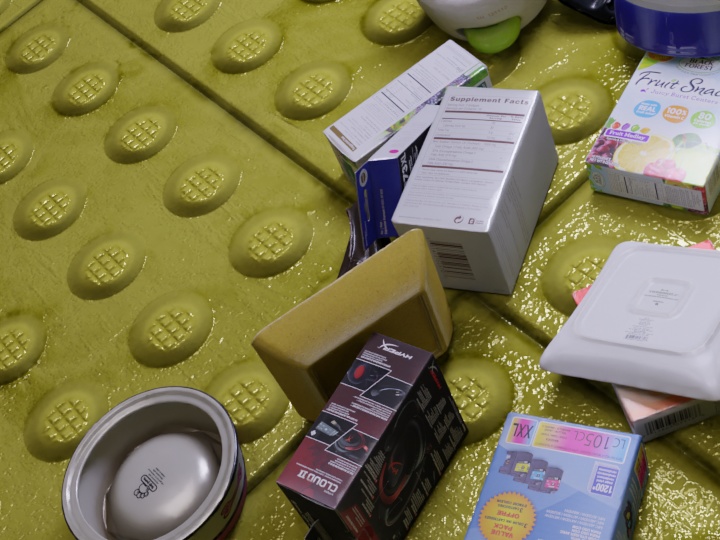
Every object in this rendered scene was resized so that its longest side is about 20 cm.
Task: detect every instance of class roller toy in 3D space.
[{"bbox_3d":[0.143,-0.394,1.620,0.200,0.140,0.183,38,93,24],"label":"roller toy"}]

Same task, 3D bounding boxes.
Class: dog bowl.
[{"bbox_3d":[-0.208,0.225,1.355,0.199,0.074,0.201,-11,51,14],"label":"dog bowl"},{"bbox_3d":[0.394,-0.326,1.497,0.199,0.079,0.200,-7,35,5],"label":"dog bowl"}]

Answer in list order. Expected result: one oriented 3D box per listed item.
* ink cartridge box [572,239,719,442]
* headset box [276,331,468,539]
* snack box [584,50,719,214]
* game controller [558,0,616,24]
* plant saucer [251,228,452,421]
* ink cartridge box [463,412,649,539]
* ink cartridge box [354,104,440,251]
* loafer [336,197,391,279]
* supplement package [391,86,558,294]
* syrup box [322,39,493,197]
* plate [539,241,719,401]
[{"bbox_3d":[0.314,0.056,1.284,0.161,0.050,0.201,-22,51,5],"label":"ink cartridge box"},{"bbox_3d":[0.011,0.186,1.241,0.075,0.149,0.200,18,62,32],"label":"headset box"},{"bbox_3d":[0.356,-0.165,1.440,0.142,0.053,0.200,17,61,32],"label":"snack box"},{"bbox_3d":[0.314,-0.400,1.638,0.104,0.042,0.201,23,62,10],"label":"game controller"},{"bbox_3d":[0.008,0.073,1.306,0.200,0.200,0.049,-34,59,-5],"label":"plant saucer"},{"bbox_3d":[0.174,0.242,1.179,0.136,0.076,0.201,7,58,27],"label":"ink cartridge box"},{"bbox_3d":[0.053,-0.106,1.443,0.037,0.095,0.200,8,31,27],"label":"ink cartridge box"},{"bbox_3d":[0.000,0.000,1.445,0.071,0.073,0.201,-18,47,11],"label":"loafer"},{"bbox_3d":[0.131,-0.092,1.434,0.117,0.117,0.201,7,56,27],"label":"supplement package"},{"bbox_3d":[0.062,-0.181,1.560,0.200,0.079,0.081,-37,49,-8],"label":"syrup box"},{"bbox_3d":[0.299,0.036,1.272,0.199,0.032,0.200,8,46,39],"label":"plate"}]
